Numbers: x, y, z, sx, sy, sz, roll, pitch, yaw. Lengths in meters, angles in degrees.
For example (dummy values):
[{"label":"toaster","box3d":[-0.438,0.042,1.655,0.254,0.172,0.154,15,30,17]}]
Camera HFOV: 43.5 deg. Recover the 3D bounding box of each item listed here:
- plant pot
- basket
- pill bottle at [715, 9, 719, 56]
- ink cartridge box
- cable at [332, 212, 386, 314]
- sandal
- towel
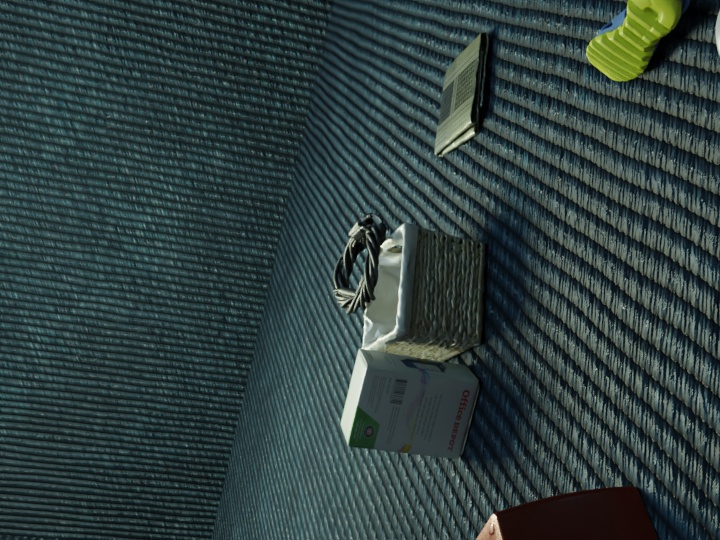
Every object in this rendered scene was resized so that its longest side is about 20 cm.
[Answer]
[{"label":"plant pot","box3d":[0.216,0.369,1.001,0.200,0.176,0.200,-101,25,-49]},{"label":"basket","box3d":[0.109,0.045,1.589,0.198,0.161,0.200,138,138,-65]},{"label":"pill bottle","box3d":[0.413,-0.217,0.779,0.200,0.112,0.112,-154,74,-73]},{"label":"ink cartridge box","box3d":[0.082,0.224,1.509,0.088,0.200,0.146,-121,42,-71]},{"label":"cable","box3d":[0.000,0.000,1.638,0.200,0.051,0.163,130,142,-54]},{"label":"sandal","box3d":[0.355,-0.309,1.132,0.087,0.079,0.200,-52,2,-19]},{"label":"towel","box3d":[0.200,-0.335,1.748,0.200,0.034,0.193,146,135,-71]}]
